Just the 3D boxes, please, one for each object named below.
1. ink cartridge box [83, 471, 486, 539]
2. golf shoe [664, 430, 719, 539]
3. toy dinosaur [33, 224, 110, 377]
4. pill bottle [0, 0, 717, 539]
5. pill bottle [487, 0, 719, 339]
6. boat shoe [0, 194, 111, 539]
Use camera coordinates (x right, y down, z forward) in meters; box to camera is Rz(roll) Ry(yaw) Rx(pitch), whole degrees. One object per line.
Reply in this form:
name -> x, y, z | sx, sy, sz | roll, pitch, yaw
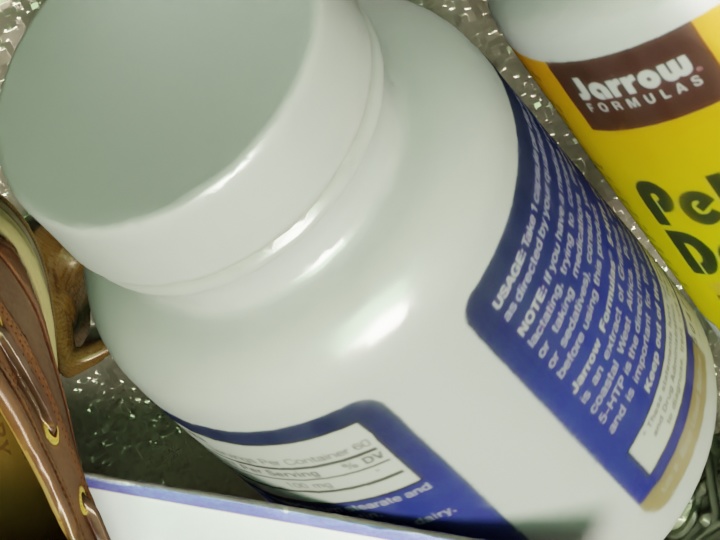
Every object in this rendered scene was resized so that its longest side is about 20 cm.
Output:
ink cartridge box -> -0.044, 0.146, 0.774 | 0.195, 0.043, 0.201 | 11, 104, -7
golf shoe -> 0.116, 0.099, 0.850 | 0.097, 0.079, 0.200 | 15, 154, -29
toy dinosaur -> -0.119, 0.041, 0.814 | 0.200, 0.060, 0.107 | -39, 117, -19
pill bottle -> 0.000, 0.000, 0.753 | 0.119, 0.120, 0.200 | -36, 138, 7
pill bottle -> 0.107, -0.058, 0.785 | 0.109, 0.109, 0.200 | -35, 116, 7
boat shoe -> -0.089, 0.080, 0.695 | 0.072, 0.068, 0.201 | -12, 107, 1
